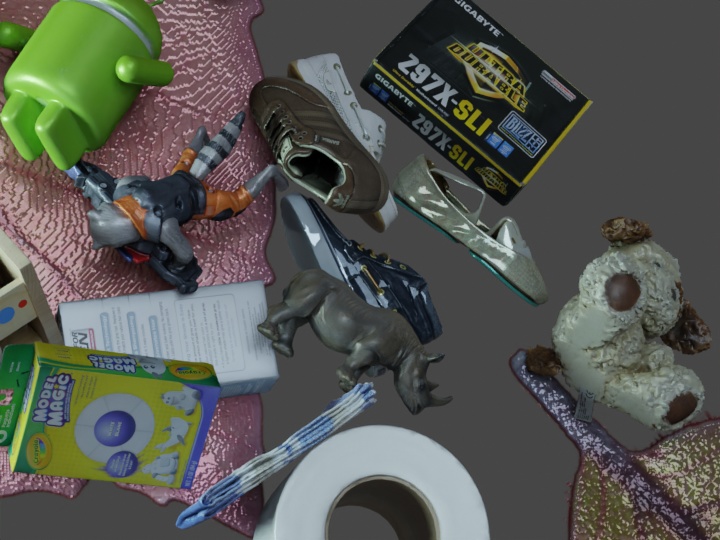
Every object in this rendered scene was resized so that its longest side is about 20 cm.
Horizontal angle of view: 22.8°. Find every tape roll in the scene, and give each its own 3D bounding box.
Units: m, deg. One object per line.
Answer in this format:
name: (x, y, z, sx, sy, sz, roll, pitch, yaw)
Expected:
tape roll: (0.007, 0.256, 1.652, 0.201, 0.139, 0.204, 4, 72, -12)

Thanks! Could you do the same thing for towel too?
towel: (-0.080, 0.172, 1.655, 0.199, 0.147, 0.024, -34, 87, -19)

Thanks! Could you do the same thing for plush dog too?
plush dog: (0.267, 0.045, 1.800, 0.172, 0.160, 0.201, -46, 115, -35)

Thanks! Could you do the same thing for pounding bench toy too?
pounding bench toy: (-0.399, 0.021, 1.640, 0.156, 0.125, 0.200, -34, 52, -19)

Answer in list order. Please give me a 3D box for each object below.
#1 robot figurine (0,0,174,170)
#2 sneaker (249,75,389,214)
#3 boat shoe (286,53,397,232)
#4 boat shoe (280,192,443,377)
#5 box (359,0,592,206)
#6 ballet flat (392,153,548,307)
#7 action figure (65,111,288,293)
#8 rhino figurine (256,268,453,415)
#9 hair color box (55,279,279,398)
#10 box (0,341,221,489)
robot figurine: (-0.270, -0.198, 1.744, 0.175, 0.116, 0.201, 16, 61, 27)
sneaker: (-0.055, -0.128, 1.748, 0.075, 0.071, 0.200, -4, 39, -50)
boat shoe: (-0.003, -0.136, 1.812, 0.069, 0.071, 0.201, -23, 77, -18)
boat shoe: (0.000, 0.000, 1.774, 0.091, 0.071, 0.201, -28, 88, -20)
box: (0.120, -0.184, 1.848, 0.200, 0.049, 0.160, 41, 54, 2)
ballet flat: (0.121, -0.044, 1.807, 0.200, 0.067, 0.062, 37, 100, 1)
action figure: (-0.196, -0.085, 1.721, 0.200, 0.105, 0.193, 37, 50, 19)
rhino figurine: (0.004, 0.072, 1.697, 0.199, 0.060, 0.088, 31, 74, -6)
hair color box: (-0.186, 0.074, 1.709, 0.199, 0.061, 0.100, -6, 74, -15)
box: (-0.238, 0.132, 1.632, 0.199, 0.048, 0.118, 9, 114, -20)
